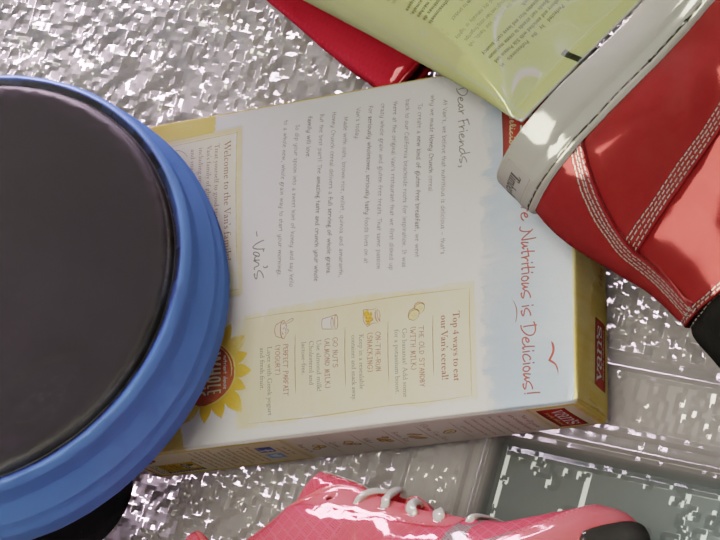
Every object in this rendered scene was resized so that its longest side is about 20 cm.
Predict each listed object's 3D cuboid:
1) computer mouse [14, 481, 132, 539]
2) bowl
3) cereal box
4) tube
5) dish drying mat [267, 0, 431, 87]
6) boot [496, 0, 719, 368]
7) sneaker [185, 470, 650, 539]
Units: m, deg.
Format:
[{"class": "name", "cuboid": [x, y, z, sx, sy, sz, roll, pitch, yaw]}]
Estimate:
[{"class": "computer mouse", "cuboid": [-0.168, 0.128, 1.032, 0.200, 0.034, 0.059, -30, 24, -33]}, {"class": "bowl", "cuboid": [-0.153, 0.011, 1.048, 0.200, 0.039, 0.201, -7, 62, 13]}, {"class": "cereal box", "cuboid": [0.000, 0.000, 1.047, 0.199, 0.040, 0.144, -7, 69, 24]}, {"class": "tube", "cuboid": [0.009, -0.120, 1.056, 0.200, 0.052, 0.058, 28, 101, 30]}, {"class": "dish drying mat", "cuboid": [-0.024, -0.152, 1.123, 0.077, 0.018, 0.200, -49, 59, 3]}, {"class": "boot", "cuboid": [0.167, -0.061, 0.978, 0.144, 0.072, 0.200, 40, 80, 11]}, {"class": "sneaker", "cuboid": [0.009, 0.109, 0.988, 0.200, 0.074, 0.087, -19, 64, 20]}]
